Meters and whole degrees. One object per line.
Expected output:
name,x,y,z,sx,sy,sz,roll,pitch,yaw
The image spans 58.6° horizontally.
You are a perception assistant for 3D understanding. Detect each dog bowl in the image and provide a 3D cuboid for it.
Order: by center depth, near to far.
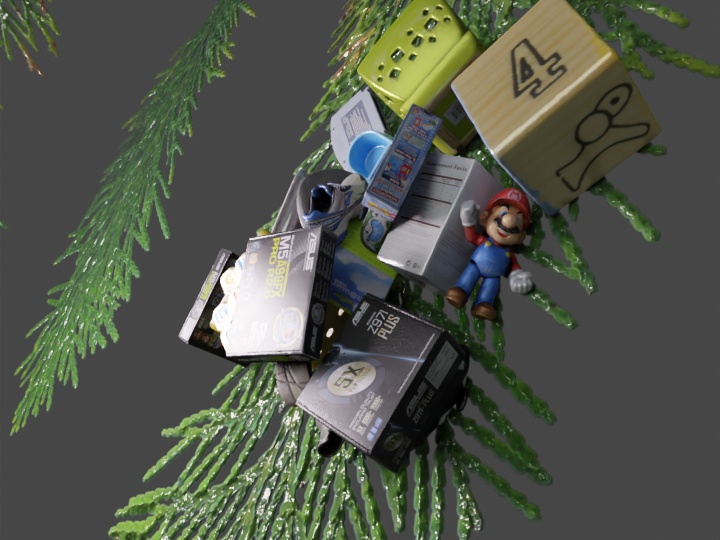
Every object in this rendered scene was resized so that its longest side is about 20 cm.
dog bowl,0.048,-0.203,1.245,0.200,0.049,0.113,40,102,39

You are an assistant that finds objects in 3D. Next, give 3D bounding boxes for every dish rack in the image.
dish rack,-0.127,-0.094,1.310,0.043,0.200,0.174,20,79,5

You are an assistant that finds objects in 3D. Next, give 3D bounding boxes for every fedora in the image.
fedora,-0.043,-0.085,1.226,0.202,0.175,0.091,57,146,14

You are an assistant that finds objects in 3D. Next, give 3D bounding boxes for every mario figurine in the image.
mario figurine,0.201,-0.033,0.967,0.105,0.123,0.203,12,76,53

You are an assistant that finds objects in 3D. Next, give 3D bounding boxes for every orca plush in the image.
orca plush,0.091,0.192,0.980,0.200,0.071,0.106,-49,42,12

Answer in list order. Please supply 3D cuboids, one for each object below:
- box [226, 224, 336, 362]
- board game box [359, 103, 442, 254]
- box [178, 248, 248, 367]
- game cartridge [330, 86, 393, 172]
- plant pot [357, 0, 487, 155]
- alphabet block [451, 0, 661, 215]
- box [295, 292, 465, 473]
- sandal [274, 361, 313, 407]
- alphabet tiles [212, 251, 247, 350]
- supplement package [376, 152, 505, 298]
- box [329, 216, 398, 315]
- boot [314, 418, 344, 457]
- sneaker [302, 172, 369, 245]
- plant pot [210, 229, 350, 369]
box,-0.123,0.039,1.001,0.158,0.044,0.204,-7,66,35
board game box,0.048,-0.135,1.055,0.201,0.061,0.201,-63,-1,-44
box,-0.261,0.080,1.333,0.044,0.159,0.203,17,79,49
game cartridge,-0.002,-0.296,1.389,0.133,0.041,0.202,-41,44,26
plant pot,0.145,-0.340,1.151,0.200,0.198,0.183,-45,49,15
alphabet block,0.285,-0.242,0.952,0.199,0.194,0.198,-38,47,21
box,0.029,0.157,0.934,0.162,0.086,0.202,22,73,43
sandal,-0.102,0.124,1.037,0.081,0.054,0.203,-28,58,20
alphabet tiles,-0.168,0.043,1.081,0.200,0.015,0.197,-43,51,12
supplement package,0.138,-0.073,1.055,0.117,0.116,0.203,21,82,50
box,0.000,0.000,1.095,0.201,0.121,0.048,-59,-2,-41
boot,-0.014,0.199,1.053,0.202,0.067,0.131,-62,15,8
sneaker,-0.041,-0.123,1.117,0.076,0.086,0.201,-12,33,32
plant pot,-0.115,0.075,1.176,0.175,0.199,0.202,26,86,34
